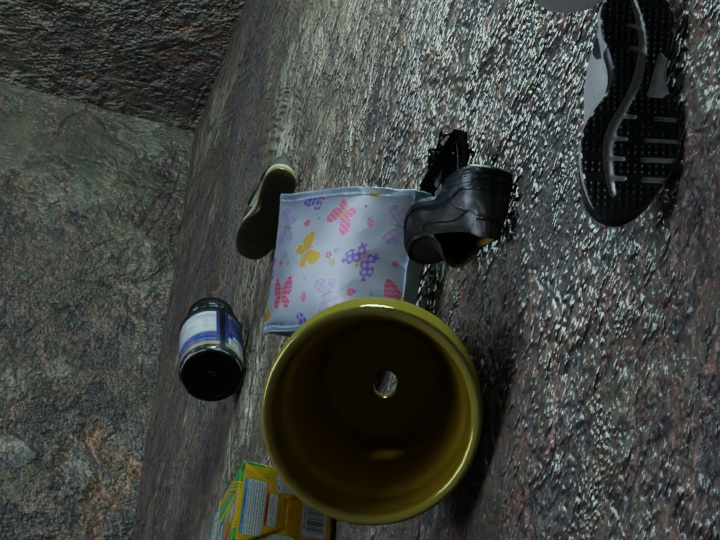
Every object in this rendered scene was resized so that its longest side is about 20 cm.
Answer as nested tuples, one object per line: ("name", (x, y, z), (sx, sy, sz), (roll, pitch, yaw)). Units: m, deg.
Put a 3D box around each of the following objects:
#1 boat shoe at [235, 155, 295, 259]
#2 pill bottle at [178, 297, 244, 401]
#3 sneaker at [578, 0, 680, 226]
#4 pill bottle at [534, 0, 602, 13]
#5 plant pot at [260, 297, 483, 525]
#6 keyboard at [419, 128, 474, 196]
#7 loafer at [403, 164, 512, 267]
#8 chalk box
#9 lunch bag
("boat shoe", (-0.154, -0.107, 2.752), (0.066, 0.072, 0.201), (-77, 9, -53))
("pill bottle", (-0.260, 0.131, 2.844), (0.200, 0.112, 0.112), (-100, 27, -61))
("sneaker", (0.204, -0.116, 1.245), (0.080, 0.074, 0.200), (97, -175, -63))
("pill bottle", (0.175, -0.315, 1.446), (0.200, 0.112, 0.112), (-92, 21, -51))
("plant pot", (0.017, 0.119, 1.533), (0.189, 0.201, 0.201), (-52, -22, -81))
("keyboard", (0.099, -0.097, 1.733), (0.200, 0.040, 0.104), (124, 146, -73))
("loafer", (0.089, -0.037, 1.620), (0.200, 0.073, 0.072), (130, 147, -65))
("chalk box", (-0.119, 0.340, 1.985), (0.200, 0.124, 0.125), (119, 161, -49))
("lunch bag", (0.000, 0.000, 1.797), (0.200, 0.127, 0.170), (-5, 76, 51))
